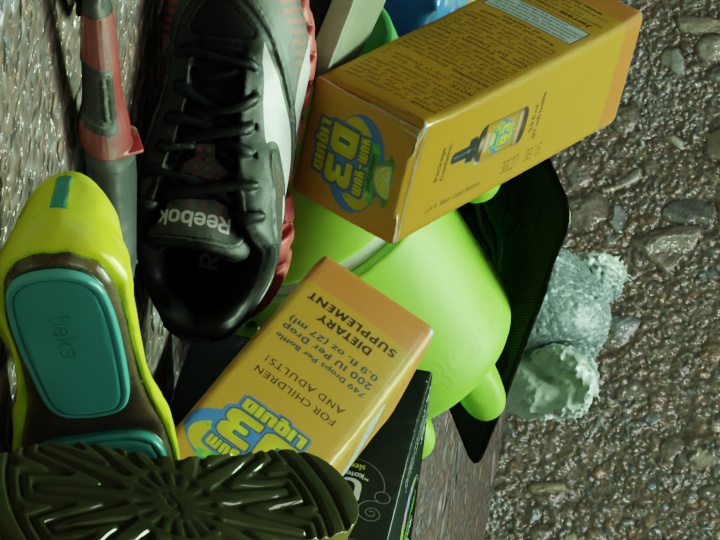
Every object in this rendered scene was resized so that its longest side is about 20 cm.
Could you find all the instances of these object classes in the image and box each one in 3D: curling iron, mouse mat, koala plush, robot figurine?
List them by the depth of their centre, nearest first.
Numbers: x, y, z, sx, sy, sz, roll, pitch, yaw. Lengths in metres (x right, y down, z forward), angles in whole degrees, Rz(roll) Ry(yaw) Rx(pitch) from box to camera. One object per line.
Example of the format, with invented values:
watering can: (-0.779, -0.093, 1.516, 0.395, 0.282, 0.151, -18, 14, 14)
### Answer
curling iron: (-0.098, -0.062, 1.154, 0.201, 0.025, 0.050, 89, 14, -48)
robot figurine: (0.000, 0.000, 1.438, 0.200, 0.175, 0.116, 55, 10, -33)
mouse mat: (0.060, -0.017, 1.518, 0.200, 0.007, 0.161, 106, -29, -45)
koala plush: (0.064, 0.023, 1.777, 0.178, 0.199, 0.185, -71, 166, -57)

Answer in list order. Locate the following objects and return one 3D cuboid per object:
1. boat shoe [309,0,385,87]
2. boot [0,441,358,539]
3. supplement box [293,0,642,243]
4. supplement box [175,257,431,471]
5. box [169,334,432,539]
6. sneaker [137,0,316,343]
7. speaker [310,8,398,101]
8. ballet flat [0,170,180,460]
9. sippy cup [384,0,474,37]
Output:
boat shoe: (-0.004, -0.183, 1.294, 0.074, 0.066, 0.200, -38, 152, -65)
boot: (-0.102, 0.161, 1.109, 0.200, 0.174, 0.066, -63, -142, 33)
supplement box: (0.053, -0.081, 1.357, 0.200, 0.069, 0.067, -31, 143, -51)
supplement box: (-0.045, 0.083, 1.251, 0.200, 0.066, 0.069, -52, 174, -44)
box: (-0.046, 0.153, 1.358, 0.200, 0.124, 0.149, -75, 173, -49)
sneaker: (-0.062, -0.056, 1.261, 0.098, 0.070, 0.201, -70, 167, -66)
speaker: (-0.017, -0.056, 1.537, 0.200, 0.088, 0.089, 88, 12, -49)
ballet flat: (-0.104, 0.043, 1.097, 0.201, 0.066, 0.067, 88, -1, -45)
sippy cup: (0.020, -0.168, 1.580, 0.140, 0.178, 0.130, -56, 172, 24)
